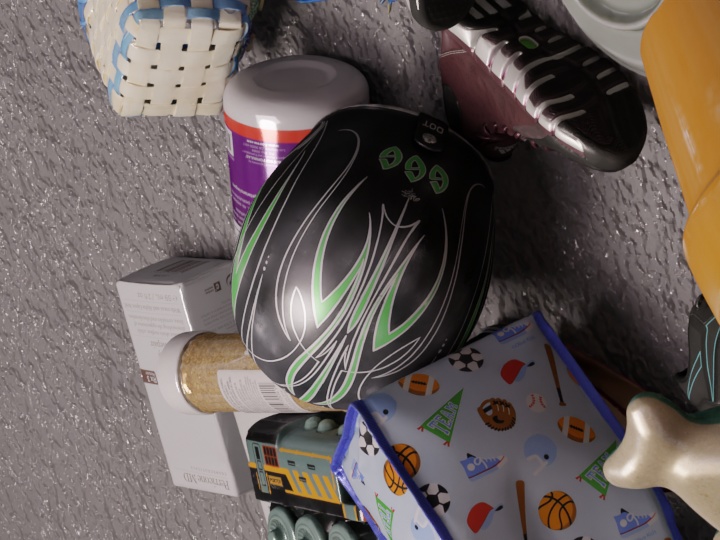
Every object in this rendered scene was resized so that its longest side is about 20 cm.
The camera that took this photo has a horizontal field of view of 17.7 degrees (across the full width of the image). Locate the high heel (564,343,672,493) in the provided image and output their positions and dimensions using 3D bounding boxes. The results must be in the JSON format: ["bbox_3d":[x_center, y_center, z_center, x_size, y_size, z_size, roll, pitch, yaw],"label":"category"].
[{"bbox_3d":[0.187,0.099,1.638,0.200,0.067,0.096,3,123,53],"label":"high heel"}]

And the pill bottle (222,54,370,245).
[{"bbox_3d":[-0.044,-0.058,1.795,0.112,0.112,0.200,23,128,42],"label":"pill bottle"}]

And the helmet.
[{"bbox_3d":[0.000,0.000,1.642,0.200,0.191,0.200,17,151,9],"label":"helmet"}]

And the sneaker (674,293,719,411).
[{"bbox_3d":[0.252,0.030,1.519,0.079,0.075,0.200,40,137,32],"label":"sneaker"}]

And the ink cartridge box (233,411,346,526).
[{"bbox_3d":[-0.018,0.154,1.907,0.145,0.087,0.200,-3,109,50],"label":"ink cartridge box"}]

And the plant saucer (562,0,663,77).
[{"bbox_3d":[0.177,-0.211,1.491,0.200,0.050,0.200,27,129,38],"label":"plant saucer"}]

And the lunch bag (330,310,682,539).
[{"bbox_3d":[0.102,0.159,1.595,0.200,0.170,0.124,53,155,23],"label":"lunch bag"}]

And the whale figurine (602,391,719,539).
[{"bbox_3d":[0.261,0.120,1.491,0.200,0.104,0.159,14,129,0],"label":"whale figurine"}]

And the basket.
[{"bbox_3d":[-0.151,-0.228,1.814,0.176,0.139,0.200,112,148,-56],"label":"basket"}]

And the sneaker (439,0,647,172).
[{"bbox_3d":[0.122,-0.106,1.611,0.200,0.076,0.116,49,147,36],"label":"sneaker"}]

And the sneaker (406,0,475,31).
[{"bbox_3d":[0.034,-0.269,1.597,0.108,0.067,0.201,14,105,47],"label":"sneaker"}]

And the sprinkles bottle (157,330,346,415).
[{"bbox_3d":[-0.071,0.079,1.806,0.200,0.068,0.068,-3,108,45],"label":"sprinkles bottle"}]

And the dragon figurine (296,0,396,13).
[{"bbox_3d":[-0.018,-0.230,1.707,0.200,0.059,0.099,-10,103,53],"label":"dragon figurine"}]

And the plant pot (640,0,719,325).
[{"bbox_3d":[0.260,-0.088,1.363,0.183,0.200,0.200,65,147,27],"label":"plant pot"}]

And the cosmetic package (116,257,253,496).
[{"bbox_3d":[-0.136,0.092,2.027,0.102,0.074,0.200,3,111,50],"label":"cosmetic package"}]

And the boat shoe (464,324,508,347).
[{"bbox_3d":[0.110,0.146,1.740,0.071,0.091,0.200,-19,95,49],"label":"boat shoe"}]

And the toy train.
[{"bbox_3d":[-0.019,0.168,1.768,0.200,0.085,0.114,2,107,62],"label":"toy train"}]
